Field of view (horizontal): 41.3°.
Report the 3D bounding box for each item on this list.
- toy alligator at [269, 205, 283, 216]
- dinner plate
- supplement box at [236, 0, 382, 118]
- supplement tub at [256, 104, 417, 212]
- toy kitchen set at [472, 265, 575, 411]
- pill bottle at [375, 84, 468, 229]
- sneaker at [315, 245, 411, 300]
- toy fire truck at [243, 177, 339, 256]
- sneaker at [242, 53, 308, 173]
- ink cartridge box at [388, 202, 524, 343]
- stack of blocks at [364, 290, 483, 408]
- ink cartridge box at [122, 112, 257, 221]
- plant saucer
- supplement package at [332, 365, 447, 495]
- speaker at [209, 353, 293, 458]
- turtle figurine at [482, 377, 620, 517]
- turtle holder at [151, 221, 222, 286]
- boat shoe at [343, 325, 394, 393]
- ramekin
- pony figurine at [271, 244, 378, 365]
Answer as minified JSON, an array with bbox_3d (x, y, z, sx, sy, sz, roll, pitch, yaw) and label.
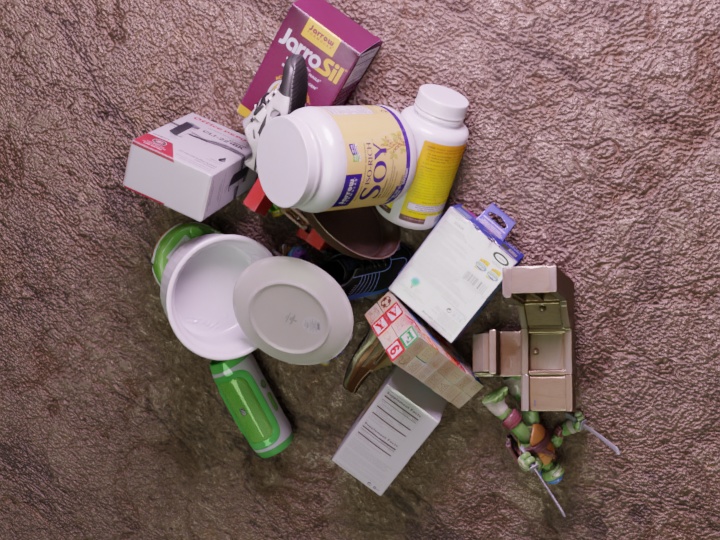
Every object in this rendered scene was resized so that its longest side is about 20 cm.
[{"bbox_3d":[-0.105,-0.126,1.568,0.197,0.054,0.060,-12,109,25],"label":"toy alligator"},{"bbox_3d":[-0.108,0.070,1.477,0.197,0.024,0.203,7,124,11],"label":"dinner plate"},{"bbox_3d":[-0.079,-0.295,1.454,0.130,0.103,0.201,35,120,3],"label":"supplement box"},{"bbox_3d":[-0.033,-0.159,1.353,0.144,0.198,0.148,13,108,47],"label":"supplement tub"},{"bbox_3d":[0.229,0.108,1.431,0.161,0.180,0.203,-3,80,20],"label":"toy kitchen set"},{"bbox_3d":[0.096,-0.171,1.438,0.108,0.109,0.202,23,120,10],"label":"pill bottle"},{"bbox_3d":[0.000,0.000,1.509,0.071,0.198,0.078,58,157,21],"label":"sneaker"},{"bbox_3d":[-0.090,-0.079,1.516,0.140,0.200,0.049,34,95,16],"label":"toy fire truck"},{"bbox_3d":[-0.132,-0.227,1.403,0.087,0.074,0.202,20,119,10],"label":"sneaker"},{"bbox_3d":[0.159,-0.009,1.483,0.136,0.076,0.201,40,109,9],"label":"ink cartridge box"},{"bbox_3d":[0.103,0.129,1.531,0.059,0.116,0.200,-42,133,10],"label":"stack of blocks"},{"bbox_3d":[-0.262,-0.170,1.528,0.143,0.200,0.085,24,116,9],"label":"ink cartridge box"},{"bbox_3d":[-0.023,-0.094,1.468,0.200,0.200,0.034,47,124,-4],"label":"plant saucer"},{"bbox_3d":[0.056,0.266,1.649,0.109,0.114,0.201,35,119,2],"label":"supplement package"},{"bbox_3d":[-0.200,0.240,1.754,0.088,0.089,0.202,-20,105,27],"label":"speaker"},{"bbox_3d":[0.300,0.257,1.537,0.143,0.200,0.195,-35,94,-4],"label":"turtle figurine"},{"bbox_3d":[-0.273,-0.009,1.651,0.183,0.131,0.143,11,94,-28],"label":"turtle holder"},{"bbox_3d":[0.034,0.136,1.623,0.073,0.076,0.201,30,121,2],"label":"boat shoe"},{"bbox_3d":[-0.230,0.036,1.551,0.097,0.198,0.203,23,132,62],"label":"ramekin"},{"bbox_3d":[-0.069,0.061,1.600,0.191,0.167,0.202,24,135,18],"label":"pony figurine"}]
